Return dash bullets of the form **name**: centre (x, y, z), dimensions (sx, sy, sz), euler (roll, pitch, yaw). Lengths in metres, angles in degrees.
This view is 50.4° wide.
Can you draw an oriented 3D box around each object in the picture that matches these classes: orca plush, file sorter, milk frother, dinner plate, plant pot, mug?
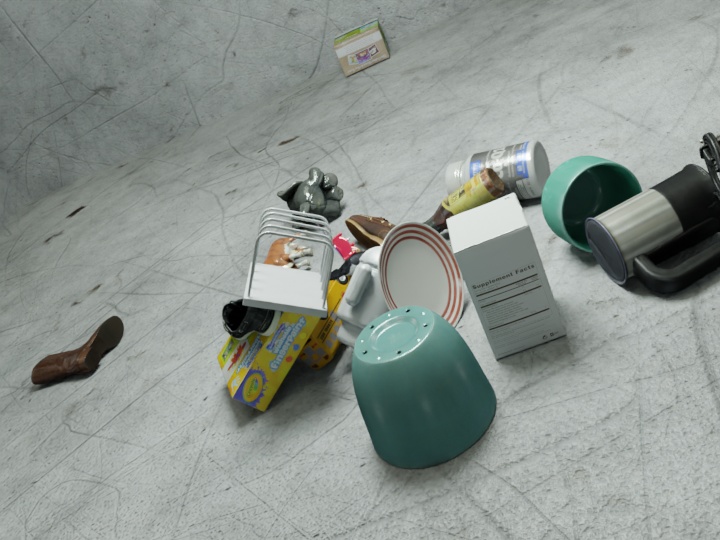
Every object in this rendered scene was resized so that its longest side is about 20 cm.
- **orca plush**: centre (0.000, 0.000, 1.438), dimensions (0.071, 0.107, 0.198), euler (28, 23, 34)
- **file sorter**: centre (-0.118, -0.021, 1.301), dimensions (0.136, 0.127, 0.200), euler (9, 15, -8)
- **milk frother**: centre (0.455, -0.092, 1.154), dimensions (0.186, 0.202, 0.181), euler (-27, 30, -2)
- **dinner plate**: centre (0.100, 0.018, 1.292), dimensions (0.024, 0.201, 0.201), euler (-19, 23, 47)
- **plant pot**: centre (0.078, 0.152, 1.104), dimensions (0.197, 0.163, 0.202), euler (-20, 27, 11)
- **mug**: centre (0.399, -0.109, 1.317), dimensions (0.153, 0.184, 0.115), euler (-49, 20, 5)

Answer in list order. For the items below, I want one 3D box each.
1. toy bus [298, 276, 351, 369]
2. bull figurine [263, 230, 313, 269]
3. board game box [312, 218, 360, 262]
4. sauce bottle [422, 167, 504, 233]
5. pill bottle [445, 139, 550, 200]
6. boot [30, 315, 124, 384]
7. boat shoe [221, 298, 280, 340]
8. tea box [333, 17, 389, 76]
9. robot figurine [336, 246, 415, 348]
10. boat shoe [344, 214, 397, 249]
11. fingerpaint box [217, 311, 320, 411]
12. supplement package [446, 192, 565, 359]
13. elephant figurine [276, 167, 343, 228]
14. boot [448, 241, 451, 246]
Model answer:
- **toy bus**: centre (-0.058, 0.084, 1.430), dimensions (0.065, 0.078, 0.201), euler (-41, 13, 40)
- **bull figurine**: centre (-0.175, -0.022, 1.762), dimensions (0.119, 0.066, 0.201), euler (-17, 30, 10)
- **board game box**: centre (-0.024, -0.041, 1.542), dimensions (0.039, 0.159, 0.200), euler (-38, 26, 0)
- **sauce bottle**: centre (0.199, -0.127, 1.551), dimensions (0.199, 0.066, 0.066), euler (-37, 19, 29)
- **pill bottle**: centre (0.284, -0.195, 1.590), dimensions (0.197, 0.115, 0.114), euler (-9, 31, 32)
- **boot**: centre (-0.689, 0.195, 1.858), dimensions (0.197, 0.065, 0.187), euler (-18, 25, 27)
- **boat shoe**: centre (-0.210, 0.080, 1.343), dimensions (0.198, 0.065, 0.076), euler (1, 68, 61)
- **tea box**: centre (0.006, -0.909, 3.112), dimensions (0.197, 0.135, 0.198), euler (-21, 27, 10)
- **robot figurine**: centre (0.031, 0.045, 1.337), dimensions (0.112, 0.169, 0.203), euler (21, 85, 30)
- **boat shoe**: centre (0.038, -0.082, 1.667), dimensions (0.070, 0.071, 0.199), euler (-40, 37, -11)
- **fingerpaint box**: centre (-0.169, 0.123, 1.388), dimensions (0.202, 0.073, 0.167), euler (-59, 26, 6)
- **supplement package**: centre (0.223, 0.008, 1.182), dimensions (0.118, 0.202, 0.122), euler (-20, 26, 11)
- **elephant figurine**: centre (-0.145, -0.173, 1.965), dimensions (0.198, 0.153, 0.144), euler (-13, 71, 47)
- **boot**: centre (0.191, -0.047, 1.478), dimensions (0.198, 0.073, 0.183), euler (-25, 23, 20)
